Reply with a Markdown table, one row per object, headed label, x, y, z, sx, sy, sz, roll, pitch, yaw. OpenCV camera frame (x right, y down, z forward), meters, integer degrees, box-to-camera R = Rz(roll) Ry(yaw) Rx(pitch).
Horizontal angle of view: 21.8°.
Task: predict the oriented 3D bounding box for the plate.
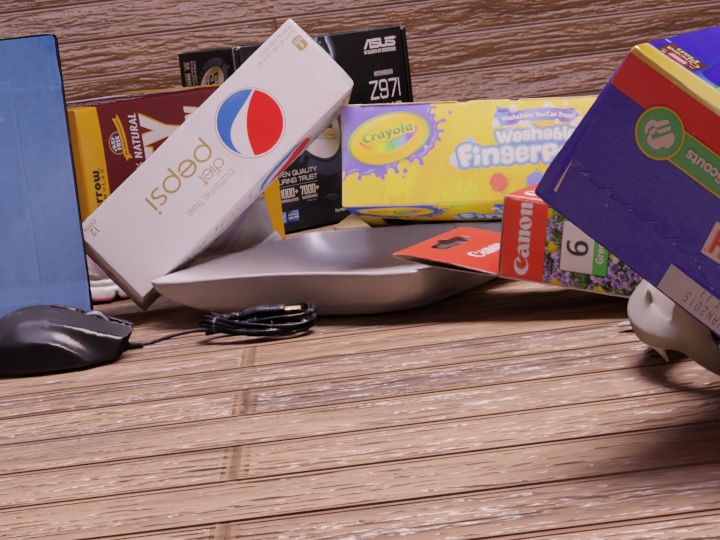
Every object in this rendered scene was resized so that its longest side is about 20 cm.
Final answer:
| label | x | y | z | sx | sy | sz | roll | pitch | yaw |
| --- | --- | --- | --- | --- | --- | --- | --- | --- | --- |
| plate | 0.000 | 0.000 | 1.190 | 0.198 | 0.033 | 0.199 | -2 | 10 | 31 |

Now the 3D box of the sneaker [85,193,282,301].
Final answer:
| label | x | y | z | sx | sy | sz | roll | pitch | yaw |
| --- | --- | --- | --- | --- | --- | --- | --- | --- | --- |
| sneaker | -0.151 | -0.031 | 1.334 | 0.198 | 0.089 | 0.081 | -7 | 8 | 3 |

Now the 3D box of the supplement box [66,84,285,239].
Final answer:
| label | x | y | z | sx | sy | sz | roll | pitch | yaw |
| --- | --- | --- | --- | --- | --- | --- | --- | --- | --- |
| supplement box | -0.204 | -0.075 | 1.535 | 0.199 | 0.134 | 0.196 | -14 | 11 | -43 |

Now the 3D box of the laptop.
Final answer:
| label | x | y | z | sx | sy | sz | roll | pitch | yaw |
| --- | --- | --- | --- | --- | --- | --- | --- | --- | --- |
| laptop | -0.255 | -0.035 | 1.088 | 0.115 | 0.189 | 0.200 | -5 | 8 | 14 |

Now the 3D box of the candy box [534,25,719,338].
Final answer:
| label | x | y | z | sx | sy | sz | roll | pitch | yaw |
| --- | --- | --- | --- | --- | --- | --- | --- | --- | --- |
| candy box | 0.188 | -0.023 | 0.734 | 0.169 | 0.077 | 0.200 | 40 | 29 | 18 |

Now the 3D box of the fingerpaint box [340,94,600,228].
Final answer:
| label | x | y | z | sx | sy | sz | roll | pitch | yaw |
| --- | --- | --- | --- | --- | --- | --- | --- | --- | --- |
| fingerpaint box | 0.098 | -0.067 | 1.282 | 0.198 | 0.074 | 0.167 | -2 | -7 | 10 |

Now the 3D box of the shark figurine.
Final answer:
| label | x | y | z | sx | sy | sz | roll | pitch | yaw |
| --- | --- | --- | --- | --- | --- | --- | --- | --- | --- |
| shark figurine | 0.159 | -0.003 | 0.887 | 0.127 | 0.090 | 0.214 | -4 | 6 | 29 |

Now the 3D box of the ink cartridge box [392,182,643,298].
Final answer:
| label | x | y | z | sx | sy | sz | roll | pitch | yaw |
| --- | --- | --- | --- | --- | --- | --- | --- | --- | --- |
| ink cartridge box | 0.130 | -0.024 | 1.061 | 0.198 | 0.051 | 0.109 | 10 | 14 | 24 |

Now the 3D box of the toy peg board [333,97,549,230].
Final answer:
| label | x | y | z | sx | sy | sz | roll | pitch | yaw |
| --- | --- | --- | --- | --- | --- | --- | --- | --- | --- |
| toy peg board | 0.087 | -0.087 | 1.509 | 0.198 | 0.099 | 0.199 | -5 | 8 | 10 |

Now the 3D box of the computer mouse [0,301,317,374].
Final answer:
| label | x | y | z | sx | sy | sz | roll | pitch | yaw |
| --- | --- | --- | --- | --- | --- | --- | --- | --- | --- |
| computer mouse | -0.124 | 0.030 | 1.075 | 0.198 | 0.034 | 0.059 | -7 | 7 | -8 |

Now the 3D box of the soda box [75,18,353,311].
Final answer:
| label | x | y | z | sx | sy | sz | roll | pitch | yaw |
| --- | --- | --- | --- | --- | --- | --- | --- | --- | --- |
| soda box | -0.094 | -0.068 | 1.223 | 0.200 | 0.064 | 0.068 | -46 | -2 | -10 |

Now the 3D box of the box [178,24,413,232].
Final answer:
| label | x | y | z | sx | sy | sz | roll | pitch | yaw |
| --- | --- | --- | --- | --- | --- | --- | --- | --- | --- |
| box | -0.049 | -0.125 | 1.658 | 0.199 | 0.166 | 0.086 | -12 | 9 | -39 |
